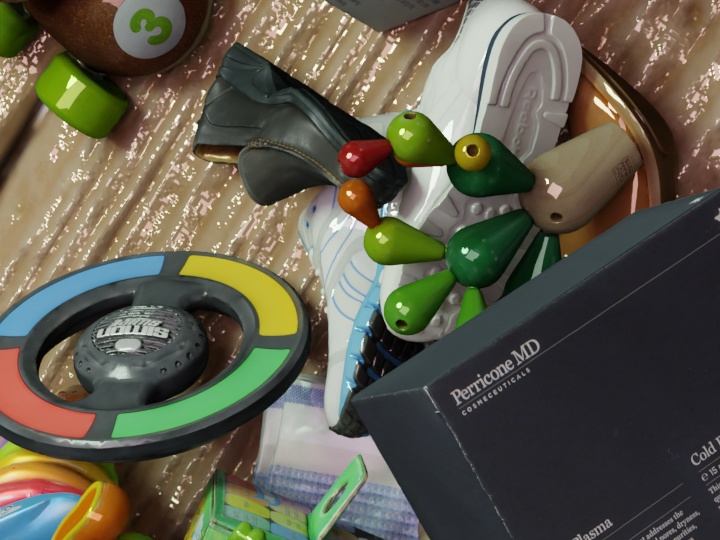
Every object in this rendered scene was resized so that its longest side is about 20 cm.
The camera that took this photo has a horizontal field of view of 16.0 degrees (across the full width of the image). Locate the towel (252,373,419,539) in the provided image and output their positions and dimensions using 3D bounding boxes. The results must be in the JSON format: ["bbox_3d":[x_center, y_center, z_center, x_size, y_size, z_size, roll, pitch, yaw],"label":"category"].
[{"bbox_3d":[0.000,0.166,1.510,0.146,0.024,0.201,9,91,17],"label":"towel"}]

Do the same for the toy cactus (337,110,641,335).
[{"bbox_3d":[0.081,-0.021,1.370,0.165,0.102,0.201,-37,116,-12],"label":"toy cactus"}]

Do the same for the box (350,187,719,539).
[{"bbox_3d":[0.132,0.088,1.283,0.199,0.104,0.183,-32,97,-22],"label":"box"}]

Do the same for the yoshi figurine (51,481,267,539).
[{"bbox_3d":[-0.068,0.191,1.317,0.200,0.112,0.113,38,85,-14],"label":"yoshi figurine"}]

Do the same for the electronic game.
[{"bbox_3d":[-0.127,0.047,1.485,0.199,0.200,0.042,4,124,19],"label":"electronic game"}]

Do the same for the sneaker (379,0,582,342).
[{"bbox_3d":[0.058,-0.057,1.441,0.080,0.076,0.201,31,99,53],"label":"sneaker"}]

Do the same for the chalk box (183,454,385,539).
[{"bbox_3d":[-0.049,0.194,1.433,0.123,0.124,0.201,22,95,-5],"label":"chalk box"}]

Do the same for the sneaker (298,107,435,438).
[{"bbox_3d":[0.000,0.000,1.498,0.086,0.075,0.201,4,72,30],"label":"sneaker"}]

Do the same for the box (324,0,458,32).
[{"bbox_3d":[0.052,-0.231,1.434,0.199,0.184,0.105,-21,78,16],"label":"box"}]

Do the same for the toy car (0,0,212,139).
[{"bbox_3d":[-0.183,-0.189,1.502,0.158,0.200,0.165,41,100,17],"label":"toy car"}]

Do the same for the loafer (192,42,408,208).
[{"bbox_3d":[-0.036,-0.066,1.472,0.072,0.073,0.200,-58,30,3],"label":"loafer"}]

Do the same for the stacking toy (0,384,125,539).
[{"bbox_3d":[-0.179,0.127,1.499,0.116,0.200,0.110,-21,120,16],"label":"stacking toy"}]

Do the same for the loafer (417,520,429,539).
[{"bbox_3d":[0.123,0.184,1.429,0.199,0.076,0.069,9,69,18],"label":"loafer"}]

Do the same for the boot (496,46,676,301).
[{"bbox_3d":[0.122,-0.020,1.463,0.155,0.077,0.200,-38,83,17],"label":"boot"}]
